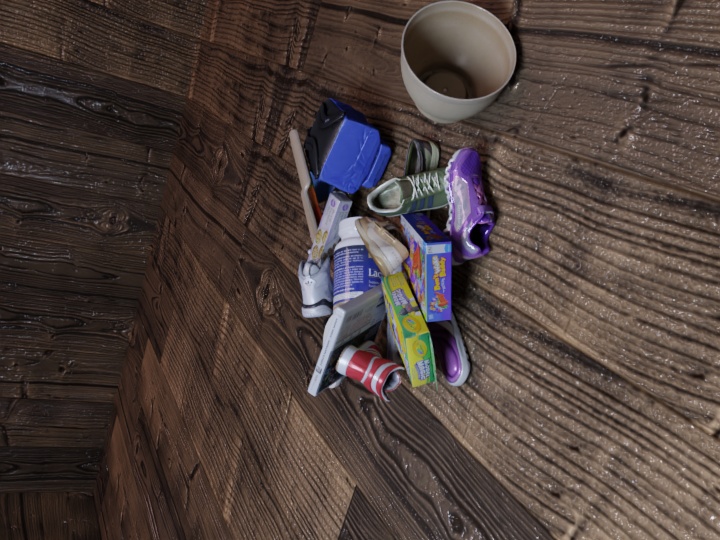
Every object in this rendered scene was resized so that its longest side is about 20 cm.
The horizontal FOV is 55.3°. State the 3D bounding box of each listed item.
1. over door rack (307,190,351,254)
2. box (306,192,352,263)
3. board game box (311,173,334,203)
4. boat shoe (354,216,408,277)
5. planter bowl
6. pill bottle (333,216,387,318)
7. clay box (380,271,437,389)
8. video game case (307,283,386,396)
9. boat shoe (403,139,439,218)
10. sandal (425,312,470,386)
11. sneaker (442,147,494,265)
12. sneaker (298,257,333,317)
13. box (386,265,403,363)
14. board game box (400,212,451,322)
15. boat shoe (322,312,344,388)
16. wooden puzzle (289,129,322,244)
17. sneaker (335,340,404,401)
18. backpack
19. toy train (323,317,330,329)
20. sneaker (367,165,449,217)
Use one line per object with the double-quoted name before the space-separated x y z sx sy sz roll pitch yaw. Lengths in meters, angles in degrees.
"over door rack" -0.060 -0.070 1.591 0.149 0.066 0.202 -58 37 34
"box" -0.073 -0.073 1.524 0.041 0.038 0.203 42 122 37
"board game box" -0.070 -0.253 1.678 0.157 0.038 0.204 3 79 59
"boat shoe" 0.043 -0.056 1.298 0.068 0.074 0.201 -31 31 1
"planter bowl" 0.159 -0.345 1.208 0.135 0.196 0.204 105 162 -67
"pill bottle" 0.000 0.000 1.423 0.115 0.114 0.204 -23 63 54
"clay box" 0.085 0.109 1.200 0.201 0.047 0.116 -109 7 -54
"video game case" -0.013 0.121 1.274 0.023 0.199 0.184 29 116 20
"boat shoe" 0.102 -0.156 1.344 0.073 0.064 0.204 7 89 57
"sandal" 0.138 0.113 1.225 0.083 0.049 0.204 -61 36 29
"sneaker" 0.193 -0.109 1.177 0.088 0.079 0.204 5 92 54
"sneaker" -0.076 0.030 1.469 0.074 0.200 0.117 -6 94 17
"box" 0.076 0.078 1.341 0.041 0.038 0.204 140 133 -71
"board game box" 0.113 -0.012 1.210 0.200 0.044 0.137 -116 23 -70
"boat shoe" -0.030 0.152 1.387 0.071 0.068 0.203 31 128 30
"wooden puzzle" -0.119 -0.189 1.558 0.202 0.037 0.187 84 171 -53
"sneaker" 0.034 0.185 1.270 0.111 0.200 0.072 25 94 16
"backpack" -0.036 -0.270 1.506 0.164 0.166 0.201 -58 31 16
"toy train" -0.034 0.152 1.505 0.200 0.045 0.035 40 115 55
"sneaker" 0.100 -0.143 1.253 0.197 0.089 0.068 -16 82 29
